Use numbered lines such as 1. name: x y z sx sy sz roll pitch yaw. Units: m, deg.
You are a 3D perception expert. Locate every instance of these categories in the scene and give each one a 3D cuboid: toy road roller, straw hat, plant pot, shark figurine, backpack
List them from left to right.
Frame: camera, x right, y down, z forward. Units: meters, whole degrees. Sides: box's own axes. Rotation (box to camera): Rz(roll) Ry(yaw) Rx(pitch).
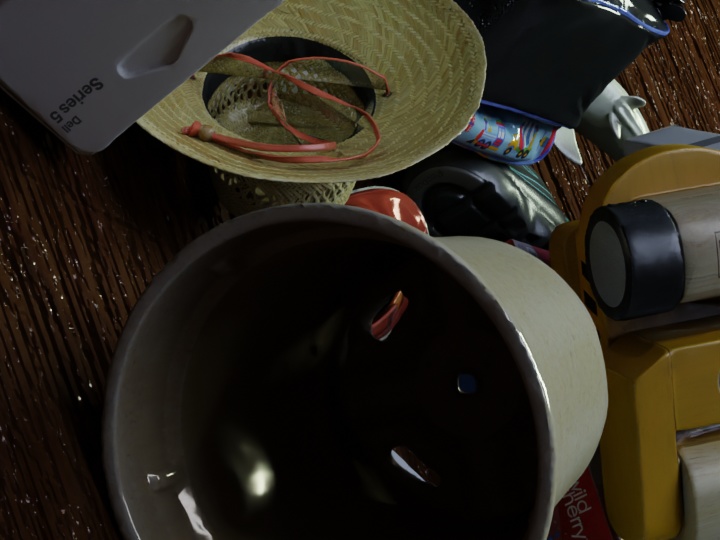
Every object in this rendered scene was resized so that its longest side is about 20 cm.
1. straw hat: -0.036 -0.068 1.399 0.202 0.200 0.086 -79 175 -53
2. plant pot: 0.018 0.060 1.258 0.201 0.200 0.183 64 24 3
3. backpack: 0.049 -0.175 1.560 0.200 0.135 0.182 52 19 22
4. shark figurine: 0.127 -0.084 1.755 0.215 0.089 0.128 47 63 -16
5. toy road roller: 0.166 0.036 1.490 0.146 0.122 0.201 -159 -119 -69

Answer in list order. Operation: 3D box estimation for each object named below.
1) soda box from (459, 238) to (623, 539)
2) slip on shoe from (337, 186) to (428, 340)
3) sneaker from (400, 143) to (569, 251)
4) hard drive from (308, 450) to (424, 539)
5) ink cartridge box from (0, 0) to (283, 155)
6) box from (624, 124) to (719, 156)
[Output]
1. soda box: 0.098 0.090 1.531 0.063 0.070 0.201 15 53 -56
2. slip on shoe: 0.000 0.000 1.442 0.074 0.061 0.200 60 24 -3
3. sneaker: 0.099 -0.014 1.629 0.200 0.075 0.080 49 26 -29
4. hard drive: 0.057 0.178 1.354 0.200 0.027 0.132 43 27 -1
5. ink cartridge box: -0.089 -0.168 1.322 0.084 0.145 0.201 41 32 -21
6. box: 0.220 0.011 1.545 0.041 0.200 0.157 -18 107 -27
